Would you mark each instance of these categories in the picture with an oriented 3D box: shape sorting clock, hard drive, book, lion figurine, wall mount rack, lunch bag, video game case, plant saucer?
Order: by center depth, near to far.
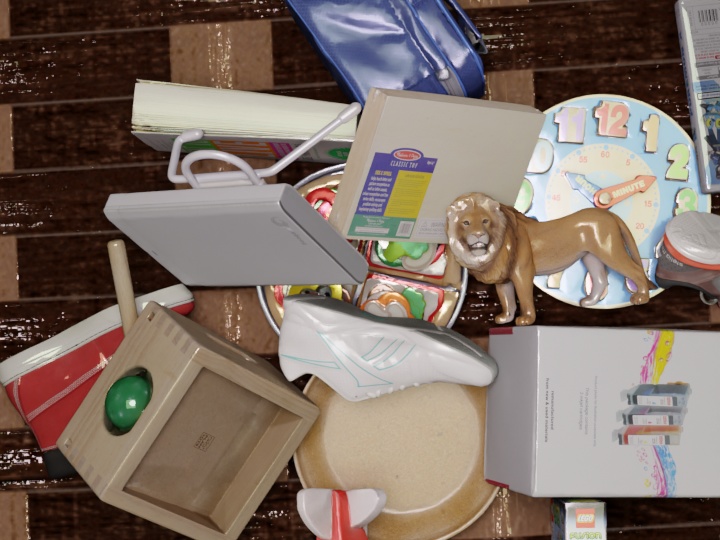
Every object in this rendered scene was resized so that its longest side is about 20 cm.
[{"bbox_3d":[-0.109,-0.028,1.369,0.200,0.132,0.026,0,59,37],"label":"hard drive"},{"bbox_3d":[-0.065,-0.075,1.379,0.173,0.200,0.075,-3,59,21],"label":"wall mount rack"},{"bbox_3d":[0.172,-0.020,1.415,0.200,0.072,0.123,-10,96,-19],"label":"lion figurine"},{"bbox_3d":[0.034,-0.209,1.442,0.132,0.136,0.200,-35,85,1],"label":"lunch bag"},{"bbox_3d":[-0.097,-0.129,1.447,0.199,0.134,0.048,4,83,5],"label":"book"},{"bbox_3d":[0.038,0.154,1.454,0.200,0.035,0.201,0,93,3],"label":"plant saucer"},{"bbox_3d":[0.400,-0.171,1.460,0.200,0.022,0.183,-6,85,-5],"label":"video game case"},{"bbox_3d":[0.225,-0.064,1.467,0.199,0.039,0.201,0,85,4],"label":"shape sorting clock"}]

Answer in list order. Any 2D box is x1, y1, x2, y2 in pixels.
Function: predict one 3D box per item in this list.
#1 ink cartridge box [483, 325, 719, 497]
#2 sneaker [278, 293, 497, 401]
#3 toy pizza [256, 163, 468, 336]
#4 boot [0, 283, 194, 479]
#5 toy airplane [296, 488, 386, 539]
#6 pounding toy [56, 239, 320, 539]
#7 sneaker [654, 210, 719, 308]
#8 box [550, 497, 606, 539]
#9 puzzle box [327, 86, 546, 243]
[{"bbox_3d":[0.224,0.123,1.377,0.200,0.145,0.145,3,86,-12],"label":"ink cartridge box"},{"bbox_3d":[0.022,0.079,1.404,0.200,0.070,0.080,13,98,9],"label":"sneaker"},{"bbox_3d":[0.000,0.000,1.464,0.200,0.032,0.201,0,95,3],"label":"toy pizza"},{"bbox_3d":[-0.221,0.109,1.470,0.200,0.072,0.144,-28,86,7],"label":"boot"},{"bbox_3d":[-0.025,0.285,1.375,0.199,0.141,0.200,41,130,28],"label":"toy airplane"},{"bbox_3d":[-0.168,0.111,1.400,0.184,0.200,0.142,-56,40,2],"label":"pounding toy"},{"bbox_3d":[0.360,0.000,1.446,0.200,0.082,0.077,12,41,-10],"label":"sneaker"},{"bbox_3d":[0.188,0.249,1.362,0.035,0.200,0.110,-1,84,4],"label":"box"},{"bbox_3d":[0.069,-0.089,1.388,0.025,0.200,0.133,37,115,42],"label":"puzzle box"}]
